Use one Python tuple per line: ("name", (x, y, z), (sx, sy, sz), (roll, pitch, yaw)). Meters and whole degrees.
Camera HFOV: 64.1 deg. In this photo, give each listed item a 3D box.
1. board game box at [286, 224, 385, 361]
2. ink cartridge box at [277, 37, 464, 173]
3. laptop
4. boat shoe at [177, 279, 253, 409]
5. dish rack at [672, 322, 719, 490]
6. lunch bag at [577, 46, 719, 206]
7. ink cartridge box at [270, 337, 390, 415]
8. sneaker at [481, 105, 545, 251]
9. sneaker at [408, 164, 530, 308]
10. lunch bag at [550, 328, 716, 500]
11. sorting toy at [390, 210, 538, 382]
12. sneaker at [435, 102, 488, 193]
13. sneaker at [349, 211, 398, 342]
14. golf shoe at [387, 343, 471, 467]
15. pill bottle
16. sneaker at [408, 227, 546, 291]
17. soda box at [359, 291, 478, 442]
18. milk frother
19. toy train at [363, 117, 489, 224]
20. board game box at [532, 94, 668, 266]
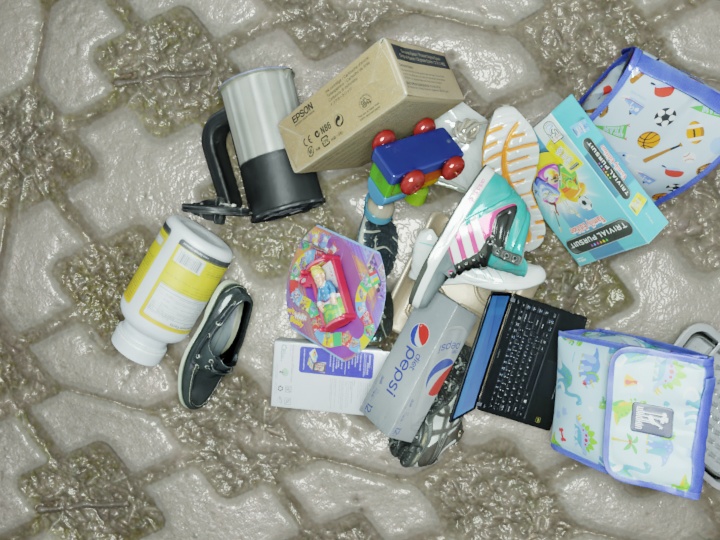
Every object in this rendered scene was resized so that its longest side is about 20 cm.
("board game box", (-0.052, 0.029, 0.813), (0.197, 0.038, 0.164), (25, 102, 40))
("ink cartridge box", (0.013, -0.208, 0.753), (0.197, 0.163, 0.077), (-26, 87, 36))
("laptop", (0.225, 0.134, 0.803), (0.193, 0.103, 0.183), (17, 97, -8))
("boat shoe", (-0.210, 0.120, 0.860), (0.065, 0.074, 0.205), (22, 86, 38))
("dish rack", (0.503, 0.195, 0.837), (0.198, 0.044, 0.173), (39, 94, 1))
("lunch bag", (0.373, -0.189, 0.745), (0.166, 0.200, 0.127), (28, 78, 3))
("ink cartridge box", (-0.038, 0.162, 0.874), (0.192, 0.039, 0.104), (6, 93, 5))
("sneaker", (0.205, -0.127, 0.792), (0.075, 0.078, 0.206), (-12, 120, 7))
("sneaker", (0.154, -0.016, 0.740), (0.119, 0.084, 0.204), (33, 101, 7))
("lunch bag", (0.357, 0.178, 0.759), (0.124, 0.198, 0.177), (0, 96, -31))
("sorting toy", (0.150, 0.040, 0.861), (0.195, 0.036, 0.190), (28, 94, -2))
("sneaker", (0.103, -0.194, 0.831), (0.197, 0.074, 0.118), (34, 91, 0))
("sneaker", (0.000, 0.000, 0.845), (0.084, 0.076, 0.208), (-7, 71, 43))
("golf shoe", (0.121, 0.201, 0.849), (0.093, 0.078, 0.204), (23, 105, -33))
("pill bottle", (-0.282, 0.031, 0.847), (0.110, 0.112, 0.203), (33, 94, 2))
("sneaker", (0.166, -0.015, 0.804), (0.192, 0.070, 0.084), (6, 92, 0))
("soda box", (0.081, 0.131, 0.803), (0.068, 0.063, 0.205), (30, 93, 45))
("milk frother", (-0.159, -0.165, 0.788), (0.174, 0.200, 0.195), (-15, 91, 8))
("toy train", (0.093, -0.135, 0.775), (0.195, 0.117, 0.086), (-23, 66, -30))
("board game box", (0.293, -0.113, 0.780), (0.046, 0.151, 0.202), (-37, 89, -15))
